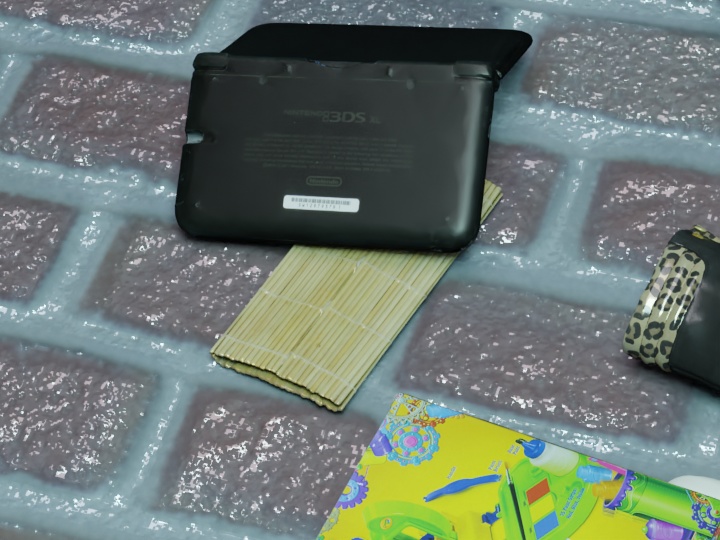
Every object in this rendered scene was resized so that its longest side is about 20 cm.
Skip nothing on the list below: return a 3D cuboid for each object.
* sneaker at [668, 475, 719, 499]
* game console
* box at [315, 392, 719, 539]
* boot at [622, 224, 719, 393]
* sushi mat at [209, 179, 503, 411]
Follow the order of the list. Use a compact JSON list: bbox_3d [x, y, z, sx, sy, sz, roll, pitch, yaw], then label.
[{"bbox_3d":[0.252,0.152,1.253,0.199,0.077,0.081,18,45,13],"label":"sneaker"},{"bbox_3d":[-0.001,-0.091,1.504,0.198,0.116,0.177,3,78,17],"label":"game console"},{"bbox_3d":[0.066,0.198,1.196,0.191,0.122,0.201,18,55,20],"label":"box"},{"bbox_3d":[0.258,0.010,1.371,0.150,0.073,0.201,23,61,24],"label":"boot"},{"bbox_3d":[0.000,0.000,1.444,0.095,0.012,0.200,21,55,25],"label":"sushi mat"}]
